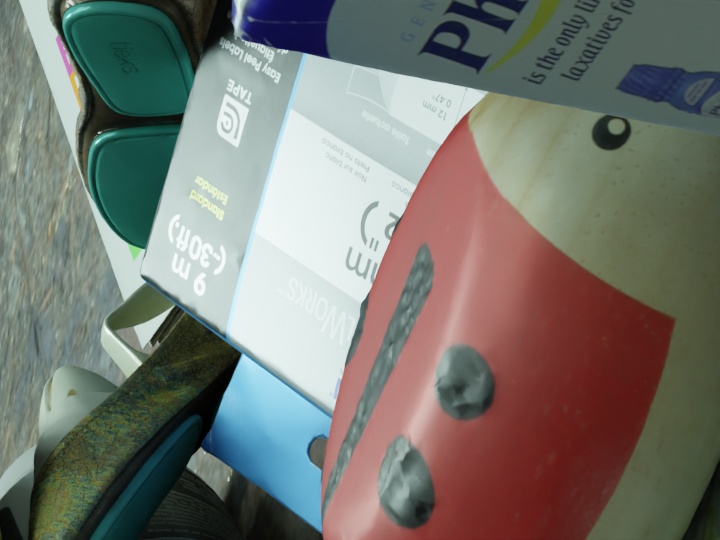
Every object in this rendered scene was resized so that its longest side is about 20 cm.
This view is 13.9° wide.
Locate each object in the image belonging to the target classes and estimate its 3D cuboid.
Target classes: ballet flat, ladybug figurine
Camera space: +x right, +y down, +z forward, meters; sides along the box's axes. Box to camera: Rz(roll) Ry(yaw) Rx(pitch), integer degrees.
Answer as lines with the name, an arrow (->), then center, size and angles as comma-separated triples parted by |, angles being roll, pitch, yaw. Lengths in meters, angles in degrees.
ballet flat -> -0.077, 0.046, 1.073 | 0.200, 0.071, 0.071 | -48, -4, -40
ballet flat -> -0.068, -0.074, 1.028 | 0.200, 0.068, 0.067 | 93, 179, -66
ladybug figurine -> 0.041, 0.025, 0.749 | 0.136, 0.072, 0.201 | -108, 34, -58

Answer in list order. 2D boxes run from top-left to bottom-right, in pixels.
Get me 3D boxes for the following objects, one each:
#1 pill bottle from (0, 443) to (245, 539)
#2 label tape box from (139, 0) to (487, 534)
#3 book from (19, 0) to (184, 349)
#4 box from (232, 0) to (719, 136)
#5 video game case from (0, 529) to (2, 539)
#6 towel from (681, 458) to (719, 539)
pill bottle -> -0.091, 0.133, 1.143 | 0.200, 0.110, 0.111 | -132, 55, -66
label tape box -> 0.000, 0.000, 0.948 | 0.143, 0.066, 0.201 | 33, 112, 41
book -> -0.085, -0.087, 1.214 | 0.201, 0.048, 0.134 | 67, 152, 19
box -> 0.077, -0.136, 0.675 | 0.105, 0.199, 0.185 | 126, 149, -52
video game case -> -0.146, 0.153, 1.089 | 0.200, 0.025, 0.181 | 144, 116, -74
towel -> 0.090, 0.062, 0.771 | 0.172, 0.048, 0.200 | -94, 24, -45
